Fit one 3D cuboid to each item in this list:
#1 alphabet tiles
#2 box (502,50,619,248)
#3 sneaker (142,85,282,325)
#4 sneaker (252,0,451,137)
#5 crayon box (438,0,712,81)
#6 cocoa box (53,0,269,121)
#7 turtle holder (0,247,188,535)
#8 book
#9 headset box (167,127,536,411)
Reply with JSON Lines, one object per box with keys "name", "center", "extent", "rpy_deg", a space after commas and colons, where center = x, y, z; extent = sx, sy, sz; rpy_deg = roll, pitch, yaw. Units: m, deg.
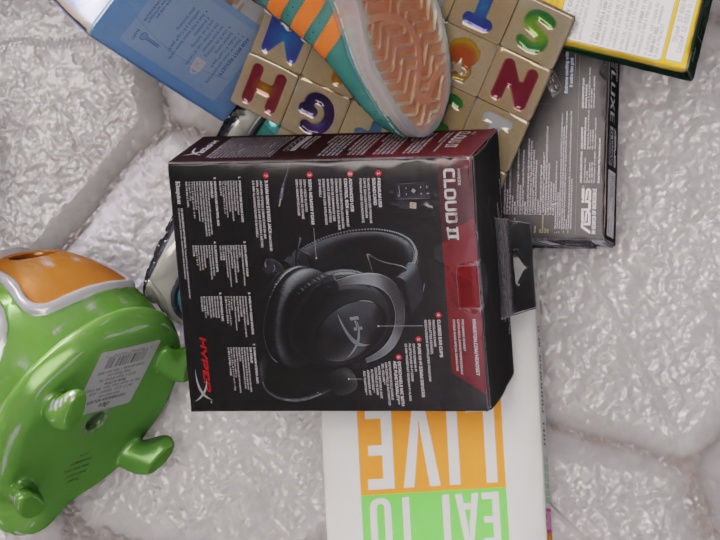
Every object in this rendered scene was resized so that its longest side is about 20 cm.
{"name": "alphabet tiles", "center": [0.022, -0.120, 1.601], "extent": [0.166, 0.006, 0.201], "rpy_deg": [26, 113, 6]}
{"name": "box", "center": [0.073, -0.115, 1.661], "extent": [0.157, 0.050, 0.201], "rpy_deg": [1, 87, 13]}
{"name": "sneaker", "center": [-0.056, -0.054, 1.688], "extent": [0.079, 0.078, 0.201], "rpy_deg": [28, 99, -7]}
{"name": "sneaker", "center": [-0.020, -0.159, 1.559], "extent": [0.080, 0.071, 0.201], "rpy_deg": [-2, 126, 45]}
{"name": "crayon box", "center": [0.107, -0.193, 1.605], "extent": [0.199, 0.052, 0.126], "rpy_deg": [14, 90, 11]}
{"name": "cocoa box", "center": [-0.090, -0.217, 1.639], "extent": [0.200, 0.133, 0.131], "rpy_deg": [-52, 48, 6]}
{"name": "turtle holder", "center": [-0.186, 0.069, 1.681], "extent": [0.141, 0.186, 0.132], "rpy_deg": [-33, 62, -24]}
{"name": "book", "center": [0.045, 0.097, 1.664], "extent": [0.133, 0.048, 0.201], "rpy_deg": [-5, 83, 11]}
{"name": "headset box", "center": [0.000, 0.000, 1.599], "extent": [0.199, 0.077, 0.150], "rpy_deg": [-2, 105, 14]}
